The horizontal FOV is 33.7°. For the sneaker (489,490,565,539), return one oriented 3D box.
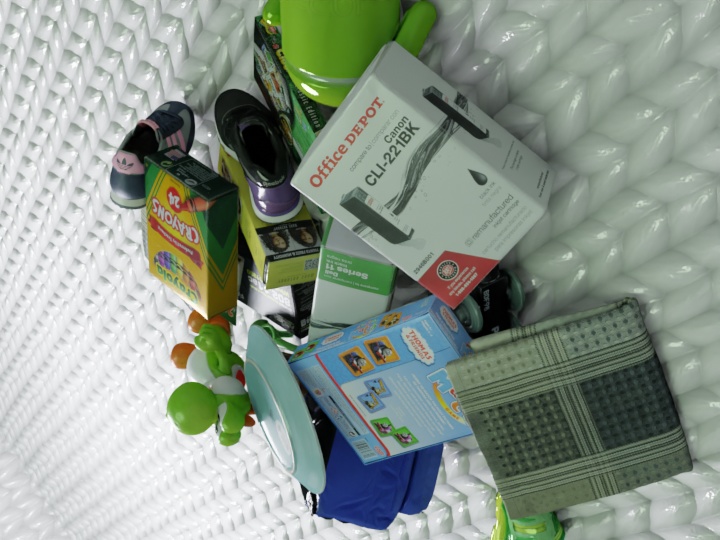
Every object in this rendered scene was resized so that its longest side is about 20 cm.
[{"bbox_3d":[0.195,0.275,1.350,0.083,0.074,0.202,14,130,16],"label":"sneaker"}]

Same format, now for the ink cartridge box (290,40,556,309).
[{"bbox_3d":[0.057,-0.087,1.094,0.199,0.084,0.145,37,124,-6],"label":"ink cartridge box"}]

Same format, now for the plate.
[{"bbox_3d":[-0.092,0.158,1.323,0.201,0.025,0.202,55,156,38],"label":"plate"}]

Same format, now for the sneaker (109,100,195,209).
[{"bbox_3d":[-0.252,-0.165,1.478,0.069,0.201,0.083,14,134,3],"label":"sneaker"}]

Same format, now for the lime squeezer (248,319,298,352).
[{"bbox_3d":[-0.109,0.091,1.526,0.070,0.038,0.200,30,177,-12],"label":"lime squeezer"}]

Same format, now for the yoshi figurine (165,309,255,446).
[{"bbox_3d":[-0.193,0.131,1.423,0.201,0.111,0.113,-118,3,-54],"label":"yoshi figurine"}]

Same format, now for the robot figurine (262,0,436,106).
[{"bbox_3d":[-0.019,-0.245,1.133,0.174,0.116,0.202,24,137,25],"label":"robot figurine"}]

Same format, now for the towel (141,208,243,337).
[{"bbox_3d":[-0.224,-0.026,1.568,0.193,0.034,0.201,46,149,24],"label":"towel"}]

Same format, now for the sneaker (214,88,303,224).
[{"bbox_3d":[-0.117,-0.154,1.348,0.088,0.075,0.201,79,165,-53],"label":"sneaker"}]

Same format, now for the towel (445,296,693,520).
[{"bbox_3d":[0.200,0.136,1.147,0.198,0.035,0.194,-19,109,17],"label":"towel"}]

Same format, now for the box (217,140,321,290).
[{"bbox_3d":[-0.105,-0.072,1.380,0.050,0.074,0.201,102,152,-48],"label":"box"}]

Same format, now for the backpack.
[{"bbox_3d":[0.000,0.221,1.449,0.166,0.164,0.200,20,179,-16],"label":"backpack"}]

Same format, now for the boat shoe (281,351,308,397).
[{"bbox_3d":[-0.103,0.139,1.518,0.200,0.073,0.077,-161,63,-78],"label":"boat shoe"}]

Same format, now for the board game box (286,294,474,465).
[{"bbox_3d":[0.041,0.117,1.232,0.199,0.037,0.152,-21,113,38],"label":"board game box"}]

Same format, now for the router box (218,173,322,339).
[{"bbox_3d":[-0.128,-0.022,1.531,0.199,0.062,0.151,29,140,39],"label":"router box"}]

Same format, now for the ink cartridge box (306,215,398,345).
[{"bbox_3d":[0.000,0.000,1.279,0.082,0.148,0.201,13,138,2],"label":"ink cartridge box"}]

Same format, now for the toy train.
[{"bbox_3d":[0.115,0.059,1.252,0.114,0.085,0.202,37,144,45],"label":"toy train"}]

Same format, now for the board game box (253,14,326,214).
[{"bbox_3d":[-0.071,-0.171,1.293,0.105,0.023,0.201,105,143,-59],"label":"board game box"}]

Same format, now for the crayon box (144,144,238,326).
[{"bbox_3d":[-0.202,-0.032,1.430,0.126,0.051,0.202,33,134,35],"label":"crayon box"}]
